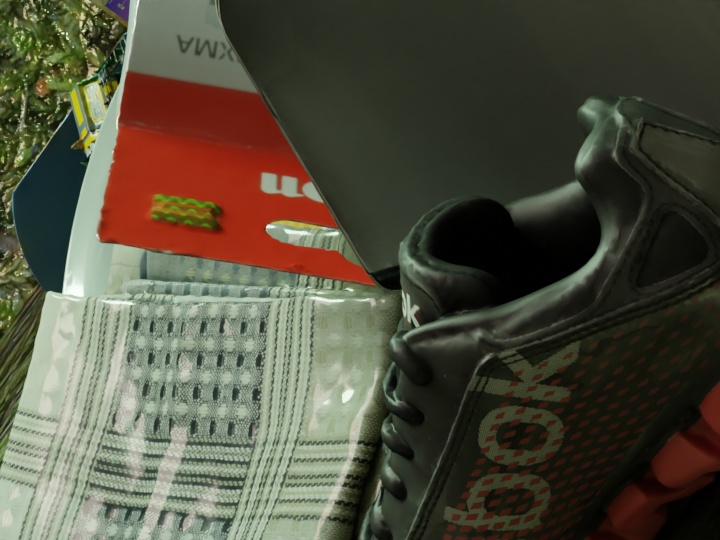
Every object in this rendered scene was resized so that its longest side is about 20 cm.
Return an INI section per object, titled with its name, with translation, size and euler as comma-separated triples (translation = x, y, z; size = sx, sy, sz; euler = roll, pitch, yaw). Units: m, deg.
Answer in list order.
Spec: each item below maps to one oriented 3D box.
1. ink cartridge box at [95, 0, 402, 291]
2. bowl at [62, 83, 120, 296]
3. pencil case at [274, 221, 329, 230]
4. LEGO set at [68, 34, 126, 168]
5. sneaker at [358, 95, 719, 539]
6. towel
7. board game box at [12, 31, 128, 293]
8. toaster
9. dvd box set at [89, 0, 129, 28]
[ink cartridge box]
translation = 0.006, -0.065, 0.690
size = 0.200, 0.161, 0.050
euler = -91, 11, -60
[bowl]
translation = -0.085, -0.014, 1.163
size = 0.201, 0.090, 0.202
euler = -167, 90, -69
[pencil case]
translation = 0.000, 0.000, 0.820
size = 0.200, 0.090, 0.083
euler = -50, 49, 21
[LEGO set]
translation = -0.072, -0.088, 1.275
size = 0.200, 0.153, 0.116
euler = -39, 61, 45
[sneaker]
translation = 0.033, 0.039, 0.523
size = 0.201, 0.098, 0.071
euler = -51, 12, 26
[towel]
translation = -0.061, 0.076, 0.707
size = 0.192, 0.034, 0.201
euler = 1, 70, 52
[board game box]
translation = -0.129, -0.060, 1.394
size = 0.200, 0.158, 0.039
euler = -55, 32, -2
[toaster]
translation = 0.080, -0.101, 0.585
size = 0.199, 0.119, 0.181
euler = -16, 31, 41
[dvd box set]
translation = -0.069, -0.175, 1.385
size = 0.146, 0.200, 0.029
euler = -46, 15, 39
